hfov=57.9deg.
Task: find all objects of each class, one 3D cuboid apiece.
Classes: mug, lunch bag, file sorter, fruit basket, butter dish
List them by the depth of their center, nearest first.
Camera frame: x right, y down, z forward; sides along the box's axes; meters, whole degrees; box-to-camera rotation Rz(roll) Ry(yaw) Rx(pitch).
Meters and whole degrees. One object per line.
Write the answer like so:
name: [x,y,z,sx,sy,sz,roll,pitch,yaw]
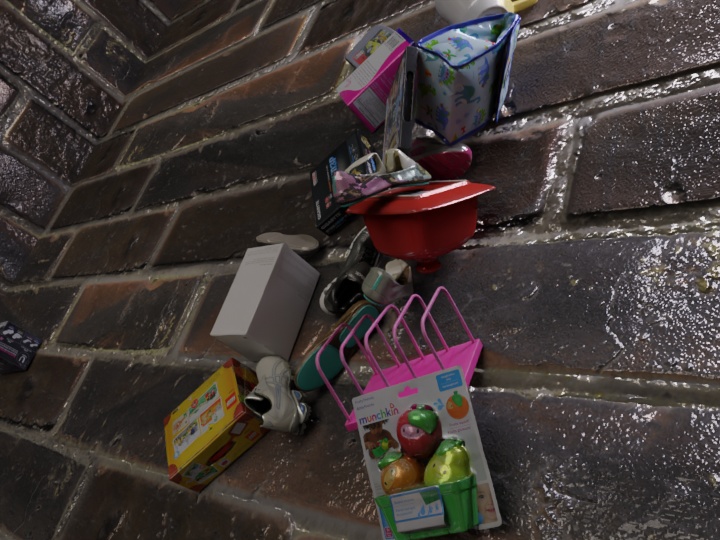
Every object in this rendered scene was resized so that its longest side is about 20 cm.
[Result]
fruit basket: [0.077,0.247,0.858,0.184,0.093,0.202,-22,77,31]
file sorter: [0.054,0.125,0.963,0.199,0.126,0.139,-23,15,30]
butter dish: [0.107,-0.068,1.108,0.198,0.150,0.199,-19,17,-37]
lunch bag: [0.203,-0.348,1.167,0.199,0.171,0.127,-34,57,-25]
mug: [0.261,-0.566,1.363,0.186,0.149,0.154,-39,46,24]

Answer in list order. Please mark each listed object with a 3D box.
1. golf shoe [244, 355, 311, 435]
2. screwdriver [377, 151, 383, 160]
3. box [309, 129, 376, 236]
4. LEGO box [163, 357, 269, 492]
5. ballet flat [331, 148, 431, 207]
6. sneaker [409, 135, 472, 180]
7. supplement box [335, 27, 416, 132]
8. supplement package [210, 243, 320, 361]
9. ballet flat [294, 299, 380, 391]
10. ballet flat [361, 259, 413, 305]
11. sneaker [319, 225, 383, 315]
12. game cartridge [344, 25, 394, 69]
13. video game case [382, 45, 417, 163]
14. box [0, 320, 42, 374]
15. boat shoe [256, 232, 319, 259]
golf shoe: [-0.164,0.213,1.160,0.200,0.096,0.079,42,120,55]
screwdriver: [0.054,-0.184,1.334,0.028,0.029,0.201,-33,36,20]
box: [-0.036,-0.192,1.412,0.159,0.046,0.201,-37,39,24]
LEGO box: [-0.275,0.290,1.234,0.200,0.077,0.149,-42,39,11]
ballet flat: [0.037,-0.156,1.049,0.199,0.072,0.069,-19,14,-34]
sneaker: [0.131,-0.223,1.252,0.199,0.081,0.089,-1,60,44]
supplement box: [0.055,-0.432,1.485,0.200,0.103,0.102,-40,39,11]
supplement package: [-0.187,0.066,1.298,0.119,0.121,0.202,-6,55,42]
ballet flat: [-0.044,0.128,1.158,0.200,0.068,0.072,-50,17,0]
ballet flat: [0.057,0.013,1.063,0.067,0.200,0.064,28,103,12]
sneaker: [0.000,0.000,1.195,0.201,0.066,0.090,-57,17,-3]
game cartridge: [0.042,-0.555,1.656,0.133,0.041,0.200,-40,38,6]
video game case: [0.067,-0.267,1.167,0.200,0.025,0.183,121,154,-77]
box: [-1.152,0.253,2.100,0.199,0.132,0.116,-13,49,38]
boat shoe: [-0.154,-0.044,1.421,0.067,0.058,0.199,-29,28,-37]
